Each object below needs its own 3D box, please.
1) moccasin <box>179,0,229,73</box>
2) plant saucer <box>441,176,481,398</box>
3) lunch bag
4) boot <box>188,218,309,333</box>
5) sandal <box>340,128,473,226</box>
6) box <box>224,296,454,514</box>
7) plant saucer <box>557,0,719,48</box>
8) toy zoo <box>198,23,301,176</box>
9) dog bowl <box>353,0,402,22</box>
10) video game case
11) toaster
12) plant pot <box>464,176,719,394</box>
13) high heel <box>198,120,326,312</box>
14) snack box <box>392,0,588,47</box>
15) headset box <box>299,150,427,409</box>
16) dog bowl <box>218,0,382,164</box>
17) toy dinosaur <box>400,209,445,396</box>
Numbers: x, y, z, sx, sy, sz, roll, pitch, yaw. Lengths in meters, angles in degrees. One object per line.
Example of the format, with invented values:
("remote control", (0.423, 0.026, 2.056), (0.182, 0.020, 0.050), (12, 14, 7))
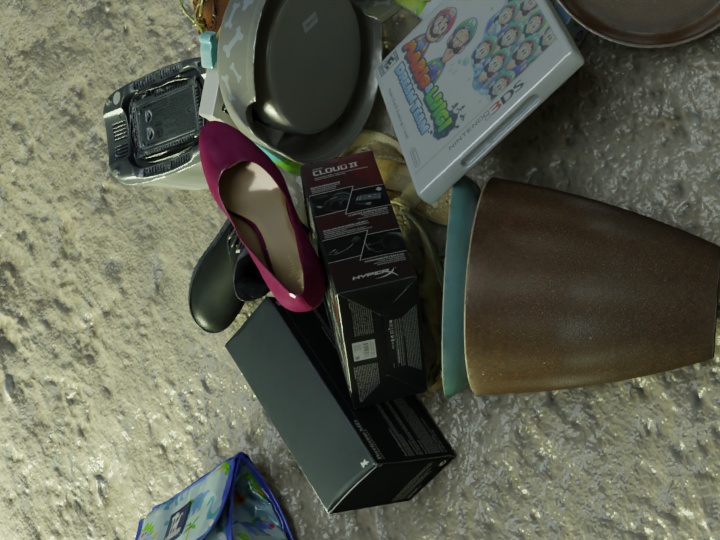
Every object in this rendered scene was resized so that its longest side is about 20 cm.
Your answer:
("moccasin", (-0.140, -0.267, 1.328), (0.076, 0.074, 0.204), (-1, 57, 4))
("plant saucer", (0.094, 0.014, 1.176), (0.027, 0.200, 0.204), (2, 87, 8))
("lunch bag", (-0.155, 0.313, 1.356), (0.169, 0.127, 0.202), (-35, 55, 29))
("boot", (-0.116, 0.004, 1.312), (0.167, 0.065, 0.200), (-68, 17, 5))
("sandal", (0.017, -0.097, 1.300), (0.210, 0.069, 0.079), (21, 98, 34))
("box", (-0.020, 0.126, 1.263), (0.079, 0.140, 0.201), (-45, 63, 21))
("plant saucer", (0.253, -0.289, 1.143), (0.197, 0.032, 0.204), (-1, 82, 8))
("toy zoo", (-0.092, -0.187, 1.289), (0.020, 0.199, 0.133), (12, 79, 34))
("dog bowl", (-0.015, -0.354, 1.351), (0.198, 0.058, 0.203), (-3, 84, 33))
("video game case", (0.097, -0.181, 1.164), (0.182, 0.024, 0.201), (-43, 37, 22))
("toaster", (-0.168, -0.154, 1.394), (0.198, 0.129, 0.115), (-17, 78, 32))
("plant pot", (0.203, 0.021, 1.115), (0.197, 0.187, 0.190), (5, 88, 16))
("high heel", (-0.089, -0.055, 1.164), (0.067, 0.096, 0.201), (-35, 83, 0))
("snack box", (0.133, -0.278, 1.246), (0.199, 0.053, 0.143), (39, 107, 30))
("headset box", (0.000, 0.000, 1.216), (0.076, 0.150, 0.201), (-11, 43, -5))
("dog bowl", (-0.058, -0.205, 1.249), (0.058, 0.199, 0.203), (12, 92, 34))
("toy dinosaur", (0.069, 0.015, 1.230), (0.057, 0.101, 0.203), (-11, 115, -4))
